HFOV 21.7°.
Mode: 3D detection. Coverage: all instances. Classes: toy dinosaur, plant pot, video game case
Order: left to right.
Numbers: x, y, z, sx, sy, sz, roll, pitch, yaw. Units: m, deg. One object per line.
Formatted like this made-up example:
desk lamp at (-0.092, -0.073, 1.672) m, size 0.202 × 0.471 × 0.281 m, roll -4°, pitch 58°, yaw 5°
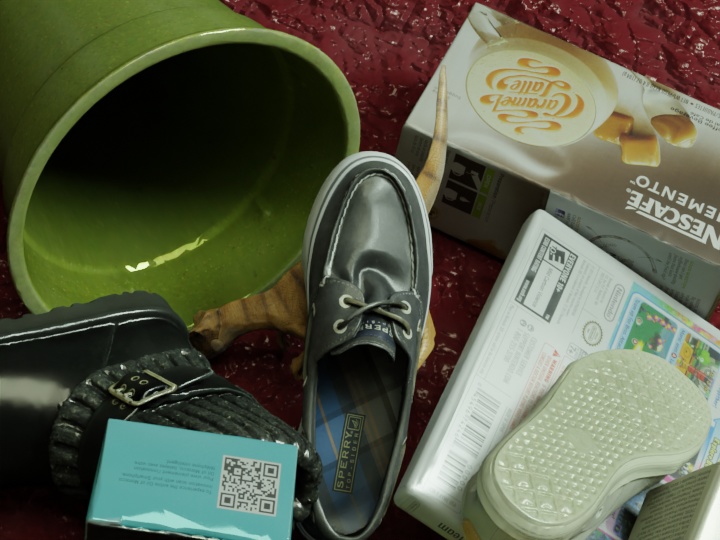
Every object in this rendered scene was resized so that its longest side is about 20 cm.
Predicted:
plant pot at (-0.130, -0.094, 1.009) m, size 0.199 × 0.201 × 0.190 m, roll -19°, pitch 48°, yaw -23°
toy dinosaur at (0.000, 0.000, 0.984) m, size 0.199 × 0.060 × 0.106 m, roll -37°, pitch 109°, yaw 5°
video game case at (0.130, 0.090, 0.983) m, size 0.181 × 0.024 × 0.201 m, roll 34°, pitch 53°, yaw -7°

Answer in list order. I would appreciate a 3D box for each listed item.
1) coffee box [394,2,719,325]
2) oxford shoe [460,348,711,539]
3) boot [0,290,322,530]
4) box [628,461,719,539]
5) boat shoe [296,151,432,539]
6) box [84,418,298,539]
coffee box at (0.128, -0.056, 1.080) m, size 0.199 × 0.080 × 0.115 m, roll 25°, pitch 54°, yaw 8°
oxford shoe at (0.110, 0.093, 0.925) m, size 0.075 × 0.058 × 0.200 m, roll 42°, pitch 37°, yaw 16°
boot at (-0.139, 0.090, 0.895) m, size 0.210 × 0.080 × 0.158 m, roll -21°, pitch 42°, yaw -24°
box at (0.144, 0.195, 0.877) m, size 0.068 × 0.082 × 0.201 m, roll 31°, pitch 65°, yaw -9°
boat shoe at (0.000, 0.040, 0.932) m, size 0.069 × 0.066 × 0.202 m, roll 11°, pitch 89°, yaw -11°
box at (-0.080, 0.141, 0.822) m, size 0.081 × 0.201 × 0.049 m, roll 9°, pitch 53°, yaw -5°
